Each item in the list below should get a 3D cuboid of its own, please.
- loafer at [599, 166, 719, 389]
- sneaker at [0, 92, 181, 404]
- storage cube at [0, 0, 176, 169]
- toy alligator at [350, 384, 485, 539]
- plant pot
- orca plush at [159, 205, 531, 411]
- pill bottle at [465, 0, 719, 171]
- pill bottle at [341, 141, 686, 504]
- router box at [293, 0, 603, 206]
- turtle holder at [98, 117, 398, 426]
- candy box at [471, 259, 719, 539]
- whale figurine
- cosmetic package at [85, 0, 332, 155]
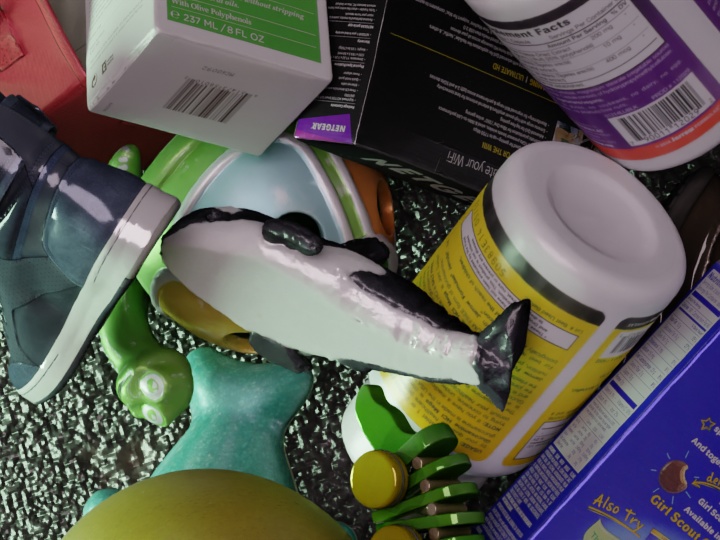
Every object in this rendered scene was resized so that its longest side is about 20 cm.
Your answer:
[{"bbox_3d":[0.172,0.043,1.613,0.071,0.073,0.200,17,92,1],"label":"loafer"},{"bbox_3d":[-0.186,-0.018,1.539,0.146,0.202,0.077,31,54,-3],"label":"sneaker"},{"bbox_3d":[-0.212,-0.117,1.651,0.180,0.200,0.171,-34,76,18],"label":"storage cube"},{"bbox_3d":[0.043,0.148,1.511,0.054,0.059,0.200,-22,74,32],"label":"toy alligator"},{"bbox_3d":[-0.063,0.199,1.501,0.200,0.142,0.200,1,85,-16],"label":"plant pot"},{"bbox_3d":[0.000,0.000,1.523,0.200,0.105,0.071,9,45,29],"label":"orca plush"},{"bbox_3d":[0.116,-0.150,1.519,0.111,0.200,0.112,-26,40,24],"label":"pill bottle"},{"bbox_3d":[0.074,0.036,1.574,0.112,0.112,0.200,48,126,15],"label":"pill bottle"},{"bbox_3d":[0.065,-0.113,1.590,0.051,0.200,0.149,8,81,46],"label":"router box"},{"bbox_3d":[-0.065,-0.014,1.619,0.185,0.141,0.132,-32,60,-25],"label":"turtle holder"},{"bbox_3d":[0.187,0.123,1.549,0.169,0.077,0.200,41,94,-19],"label":"candy box"},{"bbox_3d":[-0.081,0.139,1.633,0.159,0.104,0.200,9,81,15],"label":"whale figurine"},{"bbox_3d":[-0.084,-0.172,1.559,0.085,0.108,0.200,-43,44,47],"label":"cosmetic package"}]
